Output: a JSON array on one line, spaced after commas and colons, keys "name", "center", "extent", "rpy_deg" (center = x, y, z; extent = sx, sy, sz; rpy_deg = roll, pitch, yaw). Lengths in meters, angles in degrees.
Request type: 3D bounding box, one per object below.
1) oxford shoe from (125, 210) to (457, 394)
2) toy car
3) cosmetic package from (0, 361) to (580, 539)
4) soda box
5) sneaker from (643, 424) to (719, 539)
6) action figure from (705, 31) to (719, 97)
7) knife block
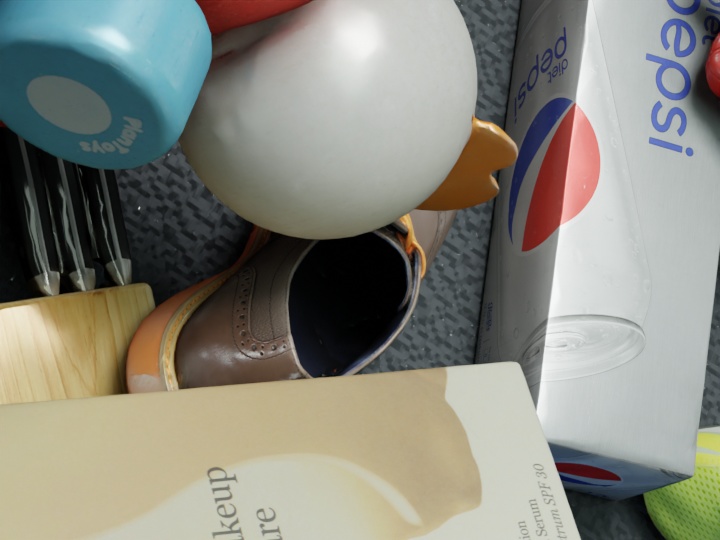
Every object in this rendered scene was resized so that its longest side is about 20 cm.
[{"name": "oxford shoe", "center": [0.000, 0.000, 0.999], "extent": [0.071, 0.073, 0.200], "rpy_deg": [58, 37, -16]}, {"name": "toy car", "center": [-0.042, -0.068, 0.901], "extent": [0.200, 0.177, 0.185], "rpy_deg": [44, 50, -32]}, {"name": "cosmetic package", "center": [-0.037, 0.093, 0.896], "extent": [0.199, 0.071, 0.105], "rpy_deg": [-5, 54, -20]}, {"name": "soda box", "center": [0.090, -0.022, 1.076], "extent": [0.068, 0.063, 0.201], "rpy_deg": [15, 73, -19]}, {"name": "sneaker", "center": [0.158, 0.135, 1.031], "extent": [0.090, 0.078, 0.200], "rpy_deg": [-27, 57, -28]}, {"name": "action figure", "center": [0.189, -0.036, 1.064], "extent": [0.065, 0.099, 0.200], "rpy_deg": [-50, 123, -43]}, {"name": "knife block", "center": [-0.093, 0.042, 0.984], "extent": [0.200, 0.064, 0.176], "rpy_deg": [36, 68, -12]}]
